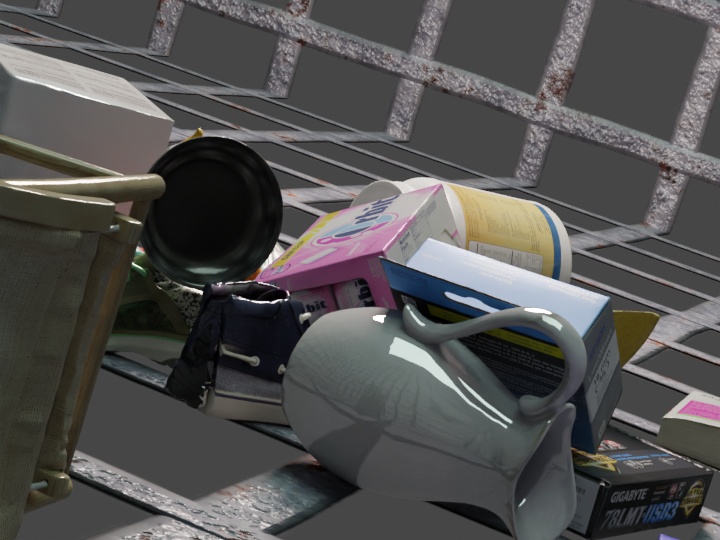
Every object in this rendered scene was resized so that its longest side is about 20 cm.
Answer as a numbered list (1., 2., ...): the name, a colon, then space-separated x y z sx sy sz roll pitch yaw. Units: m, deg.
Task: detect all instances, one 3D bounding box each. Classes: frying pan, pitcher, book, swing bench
1. frying pan: -0.093 -0.014 1.544 0.190 0.115 0.031 55 -12 -19
2. pitcher: 0.053 0.080 1.368 0.199 0.172 0.121 23 27 26
3. book: 0.349 0.151 1.871 0.133 0.048 0.200 18 8 16
4. swing bench: -0.201 0.037 1.071 0.129 0.200 0.200 17 10 -1

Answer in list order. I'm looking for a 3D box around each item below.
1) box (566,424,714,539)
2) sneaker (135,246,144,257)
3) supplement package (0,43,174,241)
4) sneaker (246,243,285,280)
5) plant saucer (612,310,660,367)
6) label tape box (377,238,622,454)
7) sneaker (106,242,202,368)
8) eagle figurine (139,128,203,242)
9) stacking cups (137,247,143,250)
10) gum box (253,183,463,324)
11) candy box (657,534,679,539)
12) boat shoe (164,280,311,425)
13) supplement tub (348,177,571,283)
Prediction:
1. box: 0.140 0.139 1.557 0.198 0.050 0.200 24 11 31
2. sneaker: -0.260 -0.019 1.641 0.199 0.078 0.140 15 11 -18
3. supplement package: -0.280 -0.103 1.851 0.150 0.152 0.200 14 10 -23
4. sneaker: -0.059 0.029 1.785 0.092 0.076 0.200 22 15 -23
5. plant saucer: 0.125 0.068 1.706 0.199 0.049 0.200 3 -11 -12
6. label tape box: 0.103 0.039 1.438 0.144 0.063 0.200 19 -25 21
7. sneaker: -0.178 0.015 1.558 0.199 0.089 0.077 13 11 -23
8. eagle figurine: -0.190 -0.076 2.037 0.200 0.151 0.152 46 53 -5
9. stacking cups: -0.147 0.024 1.688 0.199 0.061 0.060 18 9 29
10. gum box: 0.000 0.000 1.633 0.113 0.066 0.200 -14 13 20
11. candy box: 0.260 0.232 1.161 0.199 0.077 0.169 17 9 2
12. boat shoe: -0.045 0.063 1.516 0.199 0.093 0.075 8 14 -44
13. supplement tub: 0.092 -0.011 2.017 0.199 0.145 0.145 11 12 -34
